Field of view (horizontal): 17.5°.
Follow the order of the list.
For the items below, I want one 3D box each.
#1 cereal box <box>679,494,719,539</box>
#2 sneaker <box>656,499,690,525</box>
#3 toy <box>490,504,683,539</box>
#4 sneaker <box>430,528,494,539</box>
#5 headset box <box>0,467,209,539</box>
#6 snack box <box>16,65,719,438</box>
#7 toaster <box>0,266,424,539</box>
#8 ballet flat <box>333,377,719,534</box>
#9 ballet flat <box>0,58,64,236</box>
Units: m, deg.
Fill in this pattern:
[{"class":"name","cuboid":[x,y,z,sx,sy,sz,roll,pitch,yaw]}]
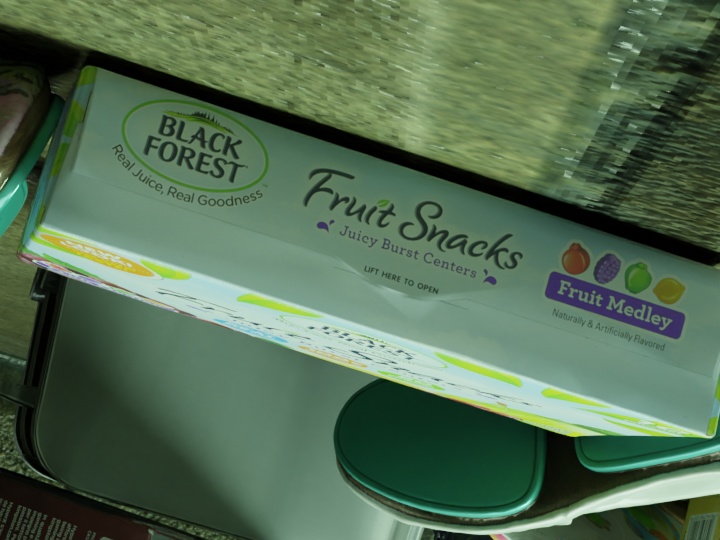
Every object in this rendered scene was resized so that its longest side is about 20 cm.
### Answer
[{"class":"cereal box","cuboid":[0.232,0.123,0.849,0.200,0.040,0.144,19,166,-13]},{"class":"sneaker","cuboid":[0.217,0.105,0.981,0.200,0.067,0.090,11,167,20]},{"class":"toy","cuboid":[0.085,0.105,0.968,0.115,0.047,0.200,36,-166,-6]},{"class":"sneaker","cuboid":[0.050,0.104,1.073,0.081,0.074,0.200,25,-150,3]},{"class":"headset box","cuboid":[-0.110,0.127,0.910,0.200,0.077,0.149,13,171,35]},{"class":"snack box","cuboid":[0.000,0.000,0.711,0.200,0.053,0.142,17,172,-9]},{"class":"toaster","cuboid":[-0.050,0.051,0.981,0.200,0.119,0.181,17,174,-10]},{"class":"ballet flat","cuboid":[0.082,0.063,0.828,0.200,0.070,0.069,-10,158,37]},{"class":"ballet flat","cuboid":[-0.136,-0.038,0.720,0.071,0.069,0.200,37,171,-7]}]
